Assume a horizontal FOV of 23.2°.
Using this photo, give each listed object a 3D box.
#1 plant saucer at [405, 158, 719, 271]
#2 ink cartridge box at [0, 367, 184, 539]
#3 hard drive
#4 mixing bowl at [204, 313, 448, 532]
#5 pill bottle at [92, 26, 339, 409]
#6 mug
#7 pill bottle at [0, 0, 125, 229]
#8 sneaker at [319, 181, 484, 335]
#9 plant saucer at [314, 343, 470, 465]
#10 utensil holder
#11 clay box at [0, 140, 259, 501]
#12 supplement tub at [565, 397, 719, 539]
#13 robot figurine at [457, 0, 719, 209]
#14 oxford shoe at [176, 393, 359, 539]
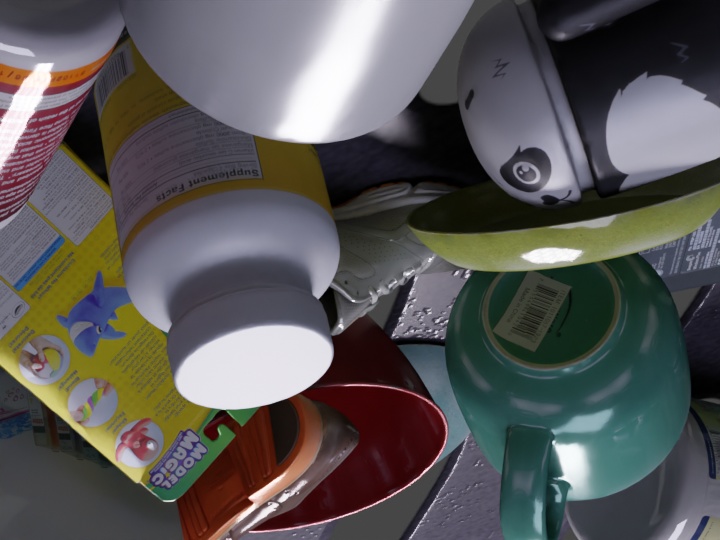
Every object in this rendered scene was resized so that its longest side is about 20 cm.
[{"bbox_3d":[0.126,-0.034,1.031,0.198,0.031,0.200,-10,-168,2],"label":"plant saucer"},{"bbox_3d":[-0.215,0.122,1.088,0.144,0.202,0.145,12,140,-36],"label":"ink cartridge box"},{"bbox_3d":[0.185,-0.025,1.189,0.198,0.033,0.140,-11,148,-7],"label":"hard drive"},{"bbox_3d":[-0.048,0.085,1.188,0.198,0.109,0.201,-12,148,-7],"label":"mixing bowl"},{"bbox_3d":[-0.072,-0.036,0.901,0.111,0.202,0.112,-10,149,-6],"label":"pill bottle"},{"bbox_3d":[0.133,0.064,1.097,0.151,0.186,0.115,-21,145,3],"label":"mug"},{"bbox_3d":[-0.196,-0.087,0.852,0.112,0.114,0.200,6,142,-30],"label":"pill bottle"},{"bbox_3d":[0.000,0.000,1.092,0.198,0.093,0.076,-1,146,-23],"label":"sneaker"},{"bbox_3d":[0.011,0.125,1.344,0.199,0.039,0.202,-10,148,-7],"label":"plant saucer"},{"bbox_3d":[-0.010,-0.176,0.744,0.168,0.171,0.200,0,149,-22],"label":"utensil holder"},{"bbox_3d":[-0.144,0.030,1.001,0.115,0.048,0.200,-47,117,-6],"label":"clay box"},{"bbox_3d":[0.280,0.181,1.446,0.199,0.146,0.145,14,138,-39],"label":"supplement tub"},{"bbox_3d":[0.151,-0.108,0.953,0.198,0.125,0.151,-19,112,6],"label":"robot figurine"},{"bbox_3d":[-0.083,0.148,1.107,0.199,0.072,0.073,-34,148,27],"label":"oxford shoe"}]
